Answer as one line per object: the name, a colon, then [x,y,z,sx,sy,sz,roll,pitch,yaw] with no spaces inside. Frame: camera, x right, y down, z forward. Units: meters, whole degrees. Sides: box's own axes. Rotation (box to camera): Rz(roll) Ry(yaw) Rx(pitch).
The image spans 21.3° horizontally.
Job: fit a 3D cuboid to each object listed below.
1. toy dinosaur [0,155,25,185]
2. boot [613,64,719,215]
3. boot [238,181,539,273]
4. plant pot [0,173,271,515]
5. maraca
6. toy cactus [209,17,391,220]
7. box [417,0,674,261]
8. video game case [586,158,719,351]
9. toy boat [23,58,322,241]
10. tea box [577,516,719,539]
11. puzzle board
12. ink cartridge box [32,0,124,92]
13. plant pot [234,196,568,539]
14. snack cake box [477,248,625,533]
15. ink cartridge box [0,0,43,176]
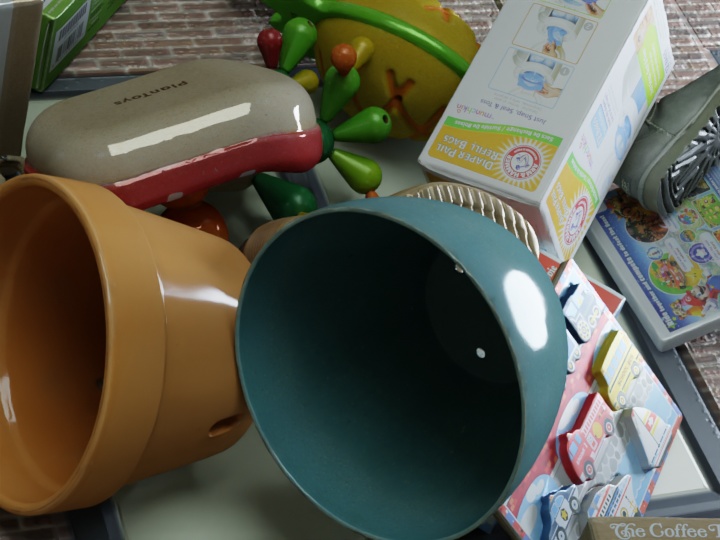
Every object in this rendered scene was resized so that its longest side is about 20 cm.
toy dinosaur: [-0.220,-0.038,1.319,0.198,0.058,0.102,-3,72,-35]
boot: [0.199,-0.142,1.506,0.199,0.073,0.182,30,59,35]
boot: [0.000,0.000,1.274,0.198,0.166,0.073,1,72,-29]
plant pot: [-0.147,0.045,1.174,0.139,0.201,0.201,2,45,-39]
maraca: [0.013,-0.166,1.468,0.199,0.137,0.108,25,72,16]
toy cactus: [-0.056,-0.087,1.381,0.163,0.102,0.202,-12,81,-1]
box: [0.139,-0.117,1.402,0.101,0.113,0.201,21,69,25]
video game case: [0.282,-0.031,1.455,0.198,0.018,0.144,-21,55,-11]
toy boat: [-0.119,-0.060,1.286,0.198,0.132,0.130,-19,26,-21]
tea box: [0.222,0.260,1.119,0.198,0.134,0.198,2,47,-17]
puzzle board: [0.145,0.110,1.251,0.151,0.017,0.201,51,45,-21]
ink cartridge box: [-0.290,-0.243,1.468,0.199,0.076,0.148,27,45,6]
plant pot: [0.044,0.042,1.127,0.200,0.201,0.134,39,36,19]
snack cake box: [0.088,0.068,1.305,0.114,0.068,0.200,29,46,11]
ink cartridge box: [-0.323,-0.132,1.288,0.198,0.165,0.075,-11,53,-26]
